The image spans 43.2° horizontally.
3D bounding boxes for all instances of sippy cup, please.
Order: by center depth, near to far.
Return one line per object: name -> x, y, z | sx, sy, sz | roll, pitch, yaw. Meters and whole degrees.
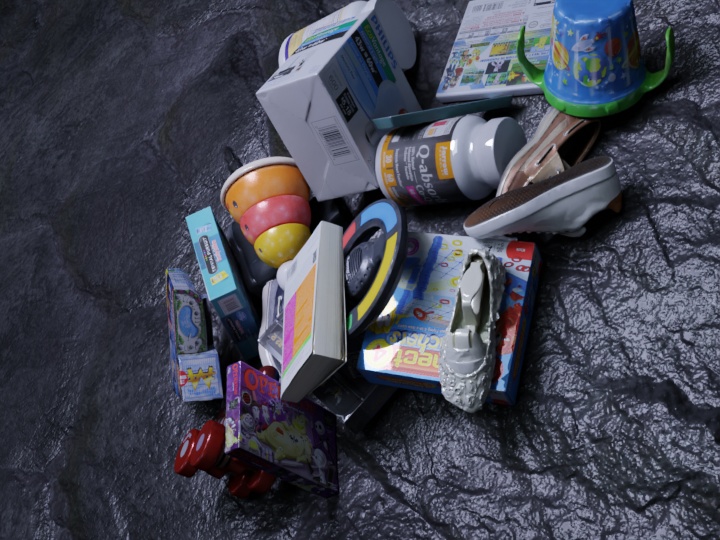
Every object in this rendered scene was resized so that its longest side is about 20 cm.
sippy cup -> 0.298, -0.289, 1.162 | 0.176, 0.131, 0.140 | -19, 43, -2

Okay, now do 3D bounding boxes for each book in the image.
book -> -0.068, 0.054, 1.195 | 0.134, 0.048, 0.202 | -48, 34, 48

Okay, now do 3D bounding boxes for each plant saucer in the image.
plant saucer -> 0.119, -0.225, 1.297 | 0.070, 0.198, 0.019 | -167, 66, -69

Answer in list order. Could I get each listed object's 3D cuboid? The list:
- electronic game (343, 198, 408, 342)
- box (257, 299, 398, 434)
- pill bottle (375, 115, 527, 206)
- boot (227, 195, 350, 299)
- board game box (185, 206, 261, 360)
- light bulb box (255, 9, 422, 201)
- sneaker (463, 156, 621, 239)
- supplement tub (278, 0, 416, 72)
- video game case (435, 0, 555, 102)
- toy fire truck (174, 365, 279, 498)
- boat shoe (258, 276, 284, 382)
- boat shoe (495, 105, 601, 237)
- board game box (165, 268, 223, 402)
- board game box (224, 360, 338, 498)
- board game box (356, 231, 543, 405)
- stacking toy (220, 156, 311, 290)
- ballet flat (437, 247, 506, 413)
electronic game -> 0.000, 0.000, 1.187 | 0.200, 0.041, 0.201 | -47, 30, 38
box -> -0.024, 0.101, 1.252 | 0.200, 0.048, 0.159 | 37, 83, 35
pill bottle -> 0.127, -0.154, 1.276 | 0.199, 0.116, 0.117 | -3, 63, 41
boot -> -0.117, -0.073, 1.480 | 0.200, 0.065, 0.166 | -41, 52, 18
board game box -> -0.212, 0.020, 1.441 | 0.047, 0.152, 0.201 | -23, 45, -3
light bulb box -> -0.023, -0.247, 1.367 | 0.124, 0.199, 0.201 | -8, 36, 37
sneaker -> 0.230, -0.065, 1.132 | 0.198, 0.085, 0.073 | -20, 22, 13
supplement tub -> -0.021, -0.359, 1.518 | 0.199, 0.145, 0.147 | -16, 54, 34
video game case -> 0.222, -0.343, 1.380 | 0.199, 0.022, 0.184 | 4, 68, 43
toy fire truck -> -0.170, 0.218, 1.277 | 0.200, 0.111, 0.169 | -33, 36, 58
boat shoe -> -0.098, 0.076, 1.360 | 0.092, 0.074, 0.201 | -35, 45, 29
boat shoe -> 0.244, -0.130, 1.187 | 0.072, 0.076, 0.201 | 27, 85, 45
board game box -> -0.250, 0.112, 1.362 | 0.200, 0.061, 0.202 | -145, 52, -69
board game box -> -0.099, 0.210, 1.185 | 0.032, 0.200, 0.121 | -28, 49, 24
board game box -> 0.114, 0.055, 1.154 | 0.198, 0.056, 0.198 | 5, 67, 23
stacking toy -> -0.120, -0.055, 1.361 | 0.145, 0.146, 0.202 | -32, 61, 23
ballet flat -> 0.127, 0.063, 1.074 | 0.071, 0.072, 0.202 | -8, 61, 38
